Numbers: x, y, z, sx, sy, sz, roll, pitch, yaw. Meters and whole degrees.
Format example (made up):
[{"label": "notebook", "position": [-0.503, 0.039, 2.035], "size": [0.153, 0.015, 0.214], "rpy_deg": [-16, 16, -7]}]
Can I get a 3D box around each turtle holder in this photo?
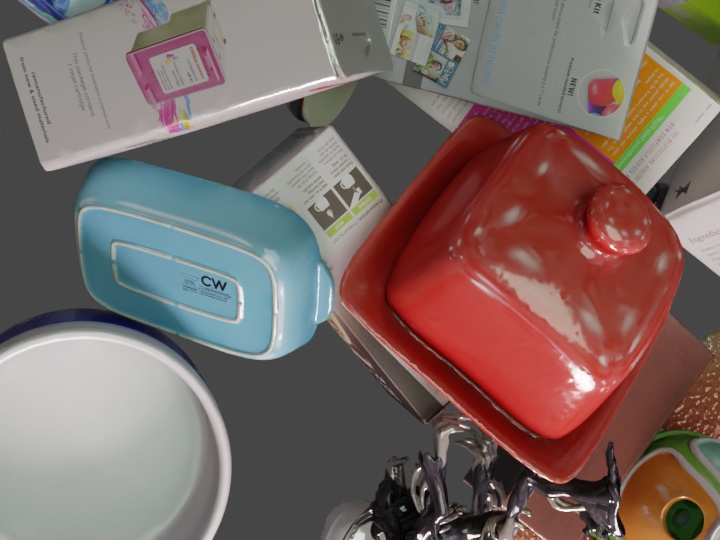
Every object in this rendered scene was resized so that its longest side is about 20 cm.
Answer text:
[{"label": "turtle holder", "position": [0.275, 0.216, 0.881], "size": [0.140, 0.132, 0.186], "rpy_deg": [-35, 105, -11]}]

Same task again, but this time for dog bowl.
[{"label": "dog bowl", "position": [-0.191, 0.130, 0.771], "size": [0.198, 0.079, 0.202], "rpy_deg": [-2, 100, -14]}]

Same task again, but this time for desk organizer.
[{"label": "desk organizer", "position": [0.179, 0.115, 0.880], "size": [0.077, 0.072, 0.201], "rpy_deg": [39, 85, -17]}]

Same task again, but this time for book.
[{"label": "book", "position": [0.132, -0.129, 0.792], "size": [0.199, 0.048, 0.134], "rpy_deg": [38, 112, -2]}]

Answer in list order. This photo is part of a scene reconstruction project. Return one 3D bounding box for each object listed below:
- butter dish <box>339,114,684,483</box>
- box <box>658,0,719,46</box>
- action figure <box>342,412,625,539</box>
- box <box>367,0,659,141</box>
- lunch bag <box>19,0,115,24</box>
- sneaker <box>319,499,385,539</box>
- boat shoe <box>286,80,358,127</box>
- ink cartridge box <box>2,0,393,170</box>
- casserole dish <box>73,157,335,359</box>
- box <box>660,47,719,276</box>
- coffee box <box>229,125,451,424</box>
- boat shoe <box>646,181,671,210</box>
[{"label": "butter dish", "position": [0.124, -0.007, 0.699], "size": [0.200, 0.148, 0.200], "rpy_deg": [41, 59, -4]}, {"label": "box", "position": [0.235, -0.279, 0.869], "size": [0.199, 0.048, 0.123], "rpy_deg": [29, 87, -16]}, {"label": "action figure", "position": [0.080, 0.149, 0.784], "size": [0.198, 0.119, 0.103], "rpy_deg": [-7, 83, 13]}, {"label": "box", "position": [0.095, -0.187, 0.741], "size": [0.198, 0.041, 0.157], "rpy_deg": [16, 111, 12]}, {"label": "lunch bag", "position": [-0.177, -0.270, 0.743], "size": [0.161, 0.082, 0.200], "rpy_deg": [44, 85, -17]}, {"label": "sneaker", "position": [0.010, 0.280, 0.828], "size": [0.073, 0.116, 0.202], "rpy_deg": [-2, 95, -13]}, {"label": "boat shoe", "position": [-0.027, -0.204, 0.799], "size": [0.062, 0.071, 0.202], "rpy_deg": [16, 102, 23]}, {"label": "ink cartridge box", "position": [-0.094, -0.135, 0.705], "size": [0.198, 0.145, 0.085], "rpy_deg": [-13, 99, 16]}, {"label": "casserole dish", "position": [-0.114, -0.002, 0.745], "size": [0.198, 0.039, 0.122], "rpy_deg": [17, 129, 15]}, {"label": "box", "position": [0.347, -0.102, 0.809], "size": [0.130, 0.200, 0.200], "rpy_deg": [35, 63, -15]}, {"label": "coffee box", "position": [0.000, 0.000, 0.799], "size": [0.080, 0.113, 0.200], "rpy_deg": [-41, 103, -7]}, {"label": "boat shoe", "position": [0.155, -0.020, 0.856], "size": [0.200, 0.075, 0.093], "rpy_deg": [-43, 111, -7]}]
